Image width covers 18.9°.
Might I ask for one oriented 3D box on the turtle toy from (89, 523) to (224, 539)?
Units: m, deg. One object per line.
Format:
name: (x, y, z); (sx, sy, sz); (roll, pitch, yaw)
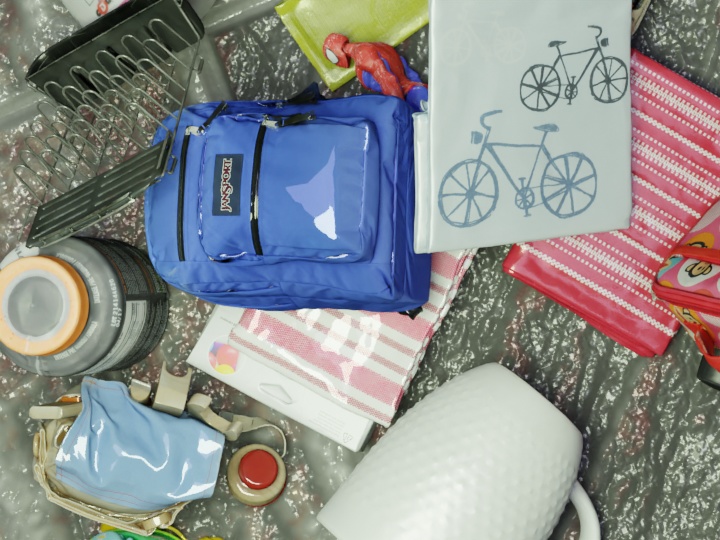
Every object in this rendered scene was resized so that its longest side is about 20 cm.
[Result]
turtle toy: (-0.152, 0.270, 1.661); (0.199, 0.101, 0.147); (21, 90, 9)

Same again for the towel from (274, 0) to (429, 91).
towel: (0.034, -0.233, 1.707); (0.200, 0.018, 0.086); (-35, 82, 5)

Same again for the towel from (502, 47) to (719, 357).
towel: (0.214, -0.050, 1.656); (0.144, 0.022, 0.201); (29, 91, -2)

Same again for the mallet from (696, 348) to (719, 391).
mallet: (0.357, 0.080, 1.637); (0.199, 0.041, 0.066); (15, 87, 4)

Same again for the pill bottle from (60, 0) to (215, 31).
pill bottle: (-0.209, -0.269, 1.695); (0.113, 0.113, 0.200); (-40, 83, 4)

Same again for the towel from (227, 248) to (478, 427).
towel: (0.000, 0.000, 1.651); (0.146, 0.030, 0.201); (26, 91, 10)

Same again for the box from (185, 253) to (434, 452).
box: (-0.022, 0.018, 1.688); (0.155, 0.041, 0.201); (27, 89, 10)

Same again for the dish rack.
dish rack: (-0.188, -0.109, 1.570); (0.153, 0.201, 0.055); (-26, 125, 30)

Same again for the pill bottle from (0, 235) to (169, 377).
pill bottle: (-0.217, 0.026, 1.632); (0.106, 0.200, 0.107); (0, 89, 9)

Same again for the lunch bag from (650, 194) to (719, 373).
lunch bag: (0.305, 0.004, 1.552); (0.176, 0.200, 0.082); (-45, 113, -14)

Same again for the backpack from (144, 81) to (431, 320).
backpack: (-0.061, -0.056, 1.574); (0.199, 0.168, 0.164); (1, 79, 20)

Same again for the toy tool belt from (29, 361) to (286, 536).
toy tool belt: (-0.150, 0.135, 1.637); (0.199, 0.123, 0.126); (10, 72, -4)

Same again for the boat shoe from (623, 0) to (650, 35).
boat shoe: (0.187, -0.207, 1.640); (0.071, 0.062, 0.201); (32, 78, -26)

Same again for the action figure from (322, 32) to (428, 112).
action figure: (0.052, -0.125, 1.666); (0.200, 0.065, 0.052); (37, 110, 15)

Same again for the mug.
mug: (0.095, 0.179, 1.623); (0.200, 0.148, 0.176); (42, 85, -22)

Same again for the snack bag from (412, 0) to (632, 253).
snack bag: (0.120, -0.117, 1.577); (0.188, 0.021, 0.201); (-8, 104, -29)
